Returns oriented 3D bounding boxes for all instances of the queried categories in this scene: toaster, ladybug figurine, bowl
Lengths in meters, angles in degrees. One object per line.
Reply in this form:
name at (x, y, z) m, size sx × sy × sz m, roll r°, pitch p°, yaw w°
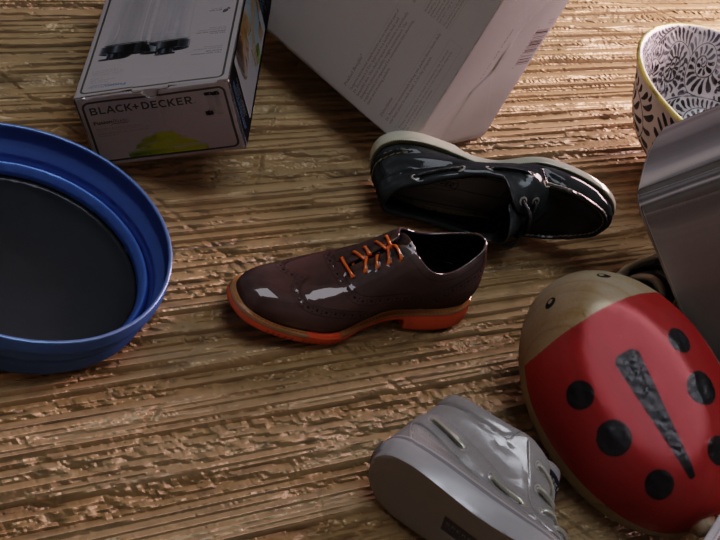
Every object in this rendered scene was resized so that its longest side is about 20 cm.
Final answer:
toaster at (0.291, -0.034, 1.171) m, size 0.201 × 0.118 × 0.181 m, roll 64°, pitch 25°, yaw -15°
ladybug figurine at (0.186, 0.086, 1.085) m, size 0.135 × 0.072 × 0.201 m, roll -30°, pitch 76°, yaw -9°
bowl at (0.309, -0.116, 1.398) m, size 0.199 × 0.095 × 0.202 m, roll 17°, pitch 40°, yaw -14°
bowl at (-0.220, -0.015, 1.031) m, size 0.199 × 0.040 × 0.202 m, roll 16°, pitch 39°, yaw -14°

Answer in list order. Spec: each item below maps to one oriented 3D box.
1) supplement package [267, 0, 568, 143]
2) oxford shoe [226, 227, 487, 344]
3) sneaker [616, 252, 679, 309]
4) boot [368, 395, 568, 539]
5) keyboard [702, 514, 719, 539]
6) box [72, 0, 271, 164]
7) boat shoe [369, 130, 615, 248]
supplement package at (0.046, -0.236, 1.295) m, size 0.200 × 0.192 × 0.147 m, roll 42°, pitch 26°, yaw 17°
oxford shoe at (0.000, 0.000, 1.116) m, size 0.198 × 0.073 × 0.071 m, roll -6°, pitch 50°, yaw -35°
sneaker at (0.232, 0.020, 1.226) m, size 0.076 × 0.081 × 0.199 m, roll 40°, pitch 39°, yaw 19°
boot at (0.106, 0.154, 1.003) m, size 0.200 × 0.074 × 0.095 m, roll 39°, pitch 47°, yaw 16°
keyboard at (0.190, 0.223, 0.993) m, size 0.011 × 0.057 × 0.200 m, roll 16°, pitch 33°, yaw 26°
box at (-0.135, -0.166, 1.196) m, size 0.115 × 0.061 × 0.201 m, roll -7°, pitch 39°, yaw 8°
boat shoe at (0.102, -0.050, 1.233) m, size 0.198 × 0.075 × 0.066 m, roll 17°, pitch 41°, yaw -12°
